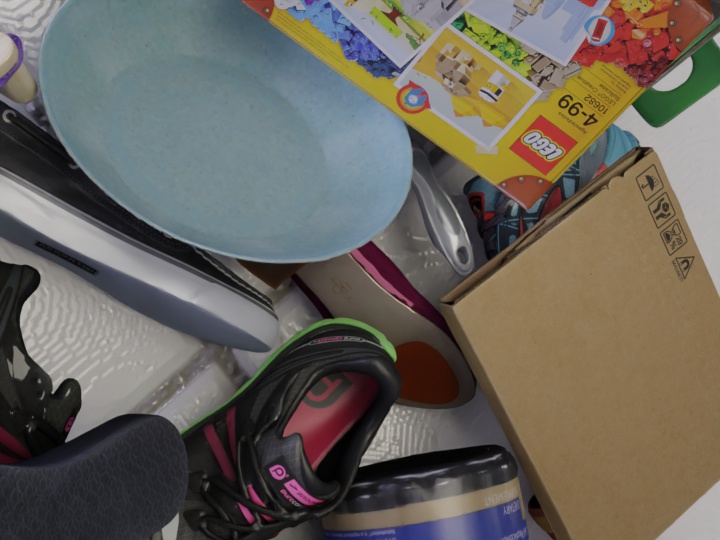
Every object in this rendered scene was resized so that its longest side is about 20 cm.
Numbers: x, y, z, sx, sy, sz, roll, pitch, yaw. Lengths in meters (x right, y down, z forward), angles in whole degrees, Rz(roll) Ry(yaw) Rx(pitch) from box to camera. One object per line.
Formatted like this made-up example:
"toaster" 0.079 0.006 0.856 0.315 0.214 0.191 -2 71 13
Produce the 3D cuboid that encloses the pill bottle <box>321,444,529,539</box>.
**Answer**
"pill bottle" 0.046 0.203 0.786 0.112 0.112 0.201 -9 87 -30

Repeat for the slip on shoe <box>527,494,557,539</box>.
"slip on shoe" 0.160 0.080 0.895 0.061 0.074 0.200 30 74 -19

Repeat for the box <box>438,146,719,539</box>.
"box" 0.147 0.056 0.827 0.163 0.021 0.200 -36 111 -22

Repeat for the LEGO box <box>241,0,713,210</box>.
"LEGO box" 0.059 -0.153 0.760 0.200 0.149 0.077 34 30 -15

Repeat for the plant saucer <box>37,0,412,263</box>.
"plant saucer" -0.071 -0.074 0.746 0.201 0.039 0.201 16 47 -18

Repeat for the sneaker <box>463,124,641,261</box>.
"sneaker" 0.097 -0.016 0.878 0.095 0.079 0.200 28 62 -11

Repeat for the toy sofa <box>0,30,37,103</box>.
"toy sofa" -0.228 -0.034 0.643 0.097 0.083 0.200 31 75 19

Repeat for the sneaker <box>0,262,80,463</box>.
"sneaker" -0.171 0.087 0.692 0.084 0.077 0.201 -6 87 -27

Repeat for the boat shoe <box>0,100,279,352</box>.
"boat shoe" -0.122 -0.025 0.753 0.200 0.070 0.066 28 72 -15

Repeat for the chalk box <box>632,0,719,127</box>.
"chalk box" 0.135 -0.173 0.859 0.200 0.125 0.124 42 28 -20

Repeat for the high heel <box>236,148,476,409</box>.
"high heel" 0.000 0.000 0.828 0.200 0.067 0.096 45 27 -35

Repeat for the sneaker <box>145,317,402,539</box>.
"sneaker" -0.055 0.105 0.746 0.077 0.084 0.200 42 83 -19

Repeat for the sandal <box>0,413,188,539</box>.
"sandal" -0.152 0.112 0.633 0.200 0.043 0.076 -8 96 -58

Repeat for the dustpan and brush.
"dustpan and brush" 0.015 -0.088 0.838 0.139 0.057 0.200 -23 94 -30
